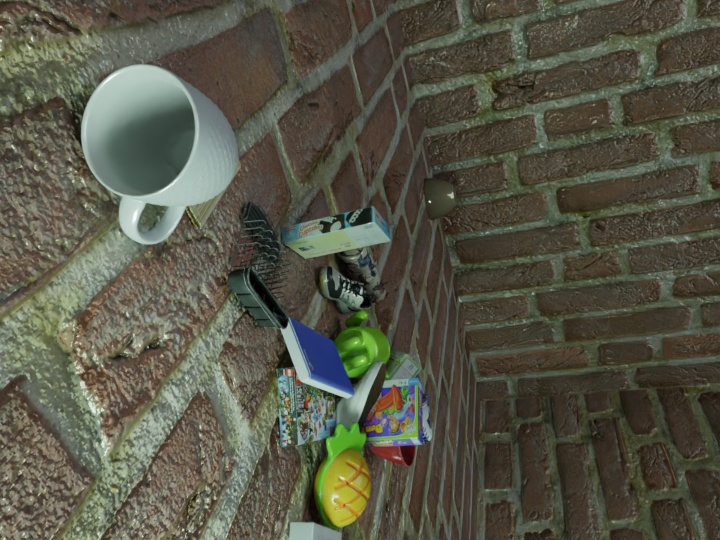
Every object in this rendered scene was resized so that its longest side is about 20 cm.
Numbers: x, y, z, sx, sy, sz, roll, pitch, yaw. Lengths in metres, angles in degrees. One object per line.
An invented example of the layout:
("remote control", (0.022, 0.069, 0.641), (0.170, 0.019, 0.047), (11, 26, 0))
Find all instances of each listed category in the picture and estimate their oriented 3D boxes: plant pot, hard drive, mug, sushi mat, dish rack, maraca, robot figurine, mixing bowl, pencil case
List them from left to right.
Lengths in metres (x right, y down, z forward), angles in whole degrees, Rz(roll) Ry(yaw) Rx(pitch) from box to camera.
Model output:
("mug", (-0.240, -0.129, 0.747), (0.175, 0.145, 0.203), (2, 110, -80))
("sushi mat", (-0.239, -0.159, 0.943), (0.202, 0.012, 0.097), (-76, 153, -51))
("dish rack", (-0.168, -0.015, 1.044), (0.154, 0.053, 0.203), (64, 25, -48))
("hard drive", (-0.083, 0.175, 1.181), (0.200, 0.025, 0.133), (41, 21, -59))
("maraca", (-0.033, 0.405, 1.185), (0.136, 0.105, 0.205), (12, 81, -51))
("pencil case", (0.000, 0.000, 1.551), (0.078, 0.088, 0.202), (-53, 140, -26))
("robot figurine", (0.003, 0.191, 1.407), (0.178, 0.114, 0.200), (67, 14, 12))
("mixing bowl", (0.070, 0.404, 1.545), (0.200, 0.106, 0.205), (-9, 90, -74))
("plant pot", (0.395, -0.358, 2.906), (0.200, 0.132, 0.205), (-9, 90, -73))

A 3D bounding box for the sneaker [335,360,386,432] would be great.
("sneaker", (-0.015, 0.276, 1.287), (0.202, 0.083, 0.073), (-60, 150, -21))

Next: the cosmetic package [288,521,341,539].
("cosmetic package", (-0.084, 0.567, 1.065), (0.151, 0.051, 0.204), (54, 33, -54))

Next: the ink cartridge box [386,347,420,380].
("ink cartridge box", (0.052, 0.291, 1.460), (0.059, 0.201, 0.104), (41, -10, -14))

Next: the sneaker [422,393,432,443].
("sneaker", (0.141, 0.376, 1.477), (0.199, 0.079, 0.118), (8, 73, -74))

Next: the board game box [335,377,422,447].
("board game box", (0.039, 0.318, 1.326), (0.045, 0.196, 0.137), (58, 29, -51))

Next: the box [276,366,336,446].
("box", (-0.101, 0.261, 1.166), (0.200, 0.037, 0.140), (28, 56, -70))

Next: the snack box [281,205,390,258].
("snack box", (-0.048, -0.074, 1.214), (0.116, 0.196, 0.038), (40, 41, -65))

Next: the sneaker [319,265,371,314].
("sneaker", (-0.031, 0.040, 1.412), (0.200, 0.086, 0.077), (48, 39, -59))
